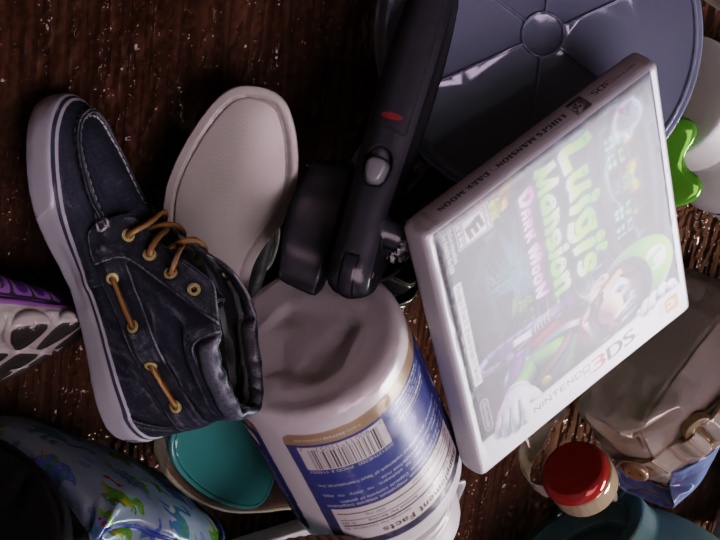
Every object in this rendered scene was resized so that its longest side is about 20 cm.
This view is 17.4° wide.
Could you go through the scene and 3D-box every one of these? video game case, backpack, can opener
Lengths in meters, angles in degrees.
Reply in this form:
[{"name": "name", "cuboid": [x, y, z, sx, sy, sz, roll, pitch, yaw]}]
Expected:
[{"name": "video game case", "cuboid": [0.114, -0.001, 1.367, 0.182, 0.023, 0.201, -37, 137, -22]}, {"name": "backpack", "cuboid": [-0.172, 0.164, 1.380, 0.154, 0.163, 0.200, -51, 142, -14]}, {"name": "can opener", "cuboid": [0.016, -0.078, 1.321, 0.078, 0.063, 0.201, 20, 84, 1]}]

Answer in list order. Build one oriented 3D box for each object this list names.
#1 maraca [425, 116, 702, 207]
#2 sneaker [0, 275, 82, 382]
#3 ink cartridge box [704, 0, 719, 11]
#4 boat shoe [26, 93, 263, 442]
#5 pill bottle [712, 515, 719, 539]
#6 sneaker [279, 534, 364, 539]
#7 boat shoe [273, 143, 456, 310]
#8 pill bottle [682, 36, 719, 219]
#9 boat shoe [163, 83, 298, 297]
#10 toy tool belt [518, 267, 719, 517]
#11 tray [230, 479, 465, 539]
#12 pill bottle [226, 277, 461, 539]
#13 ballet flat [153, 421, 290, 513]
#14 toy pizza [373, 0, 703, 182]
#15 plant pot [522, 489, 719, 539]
[{"name": "maraca", "cuboid": [0.121, -0.035, 1.459, 0.137, 0.107, 0.200, 41, 105, -9]}, {"name": "sneaker", "cuboid": [-0.223, 0.009, 1.293, 0.080, 0.084, 0.200, -30, 156, 25]}, {"name": "ink cartridge box", "cuboid": [0.285, -0.235, 1.418, 0.084, 0.145, 0.201, 19, 108, -42]}, {"name": "boat shoe", "cuboid": [-0.114, -0.007, 1.295, 0.071, 0.090, 0.201, -33, 109, -60]}, {"name": "pill bottle", "cuboid": [0.339, 0.138, 1.729, 0.115, 0.116, 0.201, 6, 116, -36]}, {"name": "sneaker", "cuboid": [-0.071, 0.228, 1.368, 0.199, 0.070, 0.109, -20, 146, -24]}, {"name": "boat shoe", "cuboid": [0.000, 0.000, 1.441, 0.070, 0.064, 0.201, 13, 112, -39]}, {"name": "pill bottle", "cuboid": [0.266, -0.080, 1.534, 0.199, 0.112, 0.113, 24, 105, -42]}, {"name": "boat shoe", "cuboid": [-0.080, -0.022, 1.377, 0.073, 0.060, 0.201, 9, 115, -3]}, {"name": "toy tool belt", "cuboid": [0.204, 0.104, 1.606, 0.200, 0.124, 0.123, -54, 143, -18]}, {"name": "tray", "cuboid": [-0.030, 0.189, 1.564, 0.199, 0.022, 0.108, -15, 145, -25]}, {"name": "pill bottle", "cuboid": [-0.002, 0.097, 1.394, 0.111, 0.111, 0.200, -35, 140, -9]}, {"name": "ballet flat", "cuboid": [-0.065, 0.121, 1.478, 0.199, 0.062, 0.068, 20, 85, -42]}, {"name": "toy pizza", "cuboid": [0.105, -0.140, 1.391, 0.199, 0.032, 0.202, -1, 96, -9]}, {"name": "plant pot", "cuboid": [0.181, 0.242, 1.660, 0.200, 0.200, 0.134, -37, 107, -7]}]
